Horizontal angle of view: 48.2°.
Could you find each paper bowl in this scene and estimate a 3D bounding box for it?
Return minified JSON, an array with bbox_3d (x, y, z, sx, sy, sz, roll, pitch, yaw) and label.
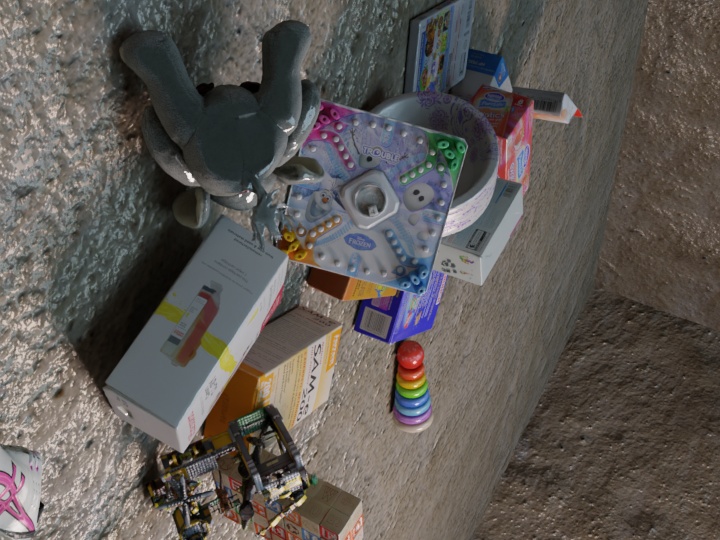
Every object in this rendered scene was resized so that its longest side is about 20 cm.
[{"bbox_3d":[0.085,-0.133,1.089,0.202,0.199,0.105,-58,163,-25],"label":"paper bowl"}]

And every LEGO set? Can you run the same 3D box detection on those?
[{"bbox_3d":[-0.135,0.257,0.917,0.197,0.116,0.156,-14,121,-21],"label":"LEGO set"}]

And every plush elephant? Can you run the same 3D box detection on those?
[{"bbox_3d":[-0.117,-0.117,0.746,0.162,0.155,0.203,-16,94,-15],"label":"plush elephant"}]

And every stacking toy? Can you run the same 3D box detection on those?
[{"bbox_3d":[0.099,0.223,1.590,0.085,0.084,0.202,-47,142,-41],"label":"stacking toy"}]

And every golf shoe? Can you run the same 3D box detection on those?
[{"bbox_3d":[-0.303,0.165,0.649,0.092,0.072,0.202,-53,162,-46],"label":"golf shoe"}]

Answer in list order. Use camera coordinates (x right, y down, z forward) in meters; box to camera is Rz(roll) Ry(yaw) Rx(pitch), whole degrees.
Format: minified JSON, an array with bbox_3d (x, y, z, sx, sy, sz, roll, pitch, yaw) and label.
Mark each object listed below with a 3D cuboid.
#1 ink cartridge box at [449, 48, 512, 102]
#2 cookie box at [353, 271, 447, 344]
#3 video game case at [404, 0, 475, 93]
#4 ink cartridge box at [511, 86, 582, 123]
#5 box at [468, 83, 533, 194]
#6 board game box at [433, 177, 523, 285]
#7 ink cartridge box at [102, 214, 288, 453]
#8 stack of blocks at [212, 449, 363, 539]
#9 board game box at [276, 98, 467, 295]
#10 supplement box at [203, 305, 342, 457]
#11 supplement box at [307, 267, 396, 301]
[{"bbox_3d":[0.189,-0.260,1.388,0.202,0.067,0.116,-66,155,-9],"label":"ink cartridge box"},{"bbox_3d":[0.081,0.023,1.374,0.199,0.074,0.174,-7,115,-64],"label":"cookie box"},{"bbox_3d":[0.123,-0.338,1.241,0.200,0.018,0.145,-43,146,-47],"label":"video game case"},{"bbox_3d":[0.328,-0.307,1.540,0.199,0.160,0.051,10,94,-66],"label":"ink cartridge box"},{"bbox_3d":[0.217,-0.185,1.309,0.103,0.094,0.201,-53,152,-29],"label":"box"},{"bbox_3d":[0.115,-0.078,1.161,0.148,0.198,0.065,-54,149,-31],"label":"board game box"},{"bbox_3d":[-0.160,0.069,0.811,0.201,0.083,0.145,-58,177,-23],"label":"ink cartridge box"},{"bbox_3d":[-0.095,0.314,1.064,0.059,0.198,0.116,-48,148,-39],"label":"stack of blocks"},{"bbox_3d":[0.012,-0.086,0.983,0.026,0.197,0.203,-86,-169,-77],"label":"board game box"},{"bbox_3d":[-0.110,0.142,1.048,0.199,0.073,0.128,-30,136,-57],"label":"supplement box"},{"bbox_3d":[0.000,0.000,1.186,0.199,0.068,0.067,-6,116,-67],"label":"supplement box"}]
